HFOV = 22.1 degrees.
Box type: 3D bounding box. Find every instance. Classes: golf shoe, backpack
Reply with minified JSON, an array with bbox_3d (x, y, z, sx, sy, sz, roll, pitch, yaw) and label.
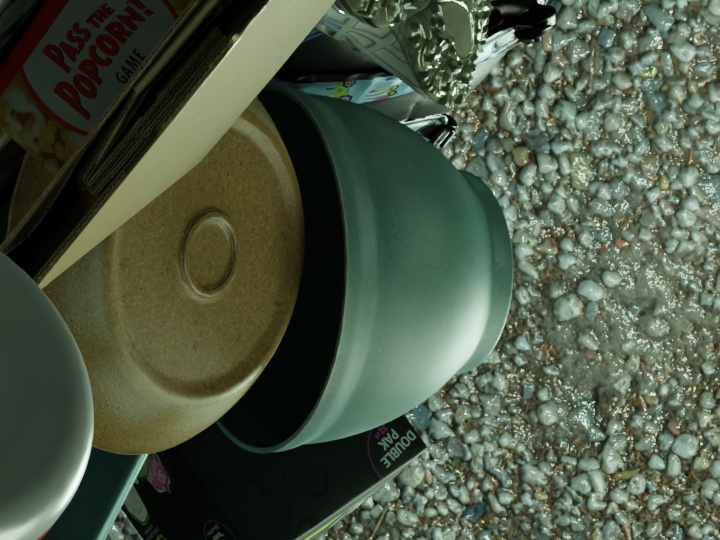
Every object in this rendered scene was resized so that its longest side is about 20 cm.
[{"bbox_3d":[0.005,-0.149,0.976,0.200,0.097,0.078,37,72,-62],"label":"golf shoe"},{"bbox_3d":[-0.013,-0.149,1.117,0.200,0.135,0.183,-15,164,-29],"label":"backpack"}]

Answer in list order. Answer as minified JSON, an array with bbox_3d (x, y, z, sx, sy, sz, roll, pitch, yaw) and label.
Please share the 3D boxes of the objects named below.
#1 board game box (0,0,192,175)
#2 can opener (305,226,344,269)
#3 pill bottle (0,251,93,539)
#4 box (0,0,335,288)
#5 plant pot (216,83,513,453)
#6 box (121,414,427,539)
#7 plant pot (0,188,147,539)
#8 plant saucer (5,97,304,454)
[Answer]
[{"bbox_3d":[-0.043,-0.139,0.673,0.200,0.046,0.152,-48,-176,29],"label":"board game box"},{"bbox_3d":[-0.019,-0.008,1.145,0.079,0.200,0.063,-63,-172,6],"label":"can opener"},{"bbox_3d":[-0.171,0.080,0.549,0.200,0.116,0.116,-48,-176,39],"label":"pill bottle"},{"bbox_3d":[-0.048,-0.079,0.675,0.164,0.021,0.200,-48,-178,21],"label":"box"},{"bbox_3d":[0.000,0.000,1.033,0.200,0.134,0.200,-3,-94,59],"label":"plant pot"},{"bbox_3d":[-0.087,0.088,1.173,0.148,0.200,0.124,-31,171,-33],"label":"box"},{"bbox_3d":[-0.153,0.029,0.969,0.200,0.141,0.141,-61,-175,-6],"label":"plant pot"},{"bbox_3d":[-0.083,-0.009,0.874,0.035,0.200,0.200,7,-135,36],"label":"plant saucer"}]
